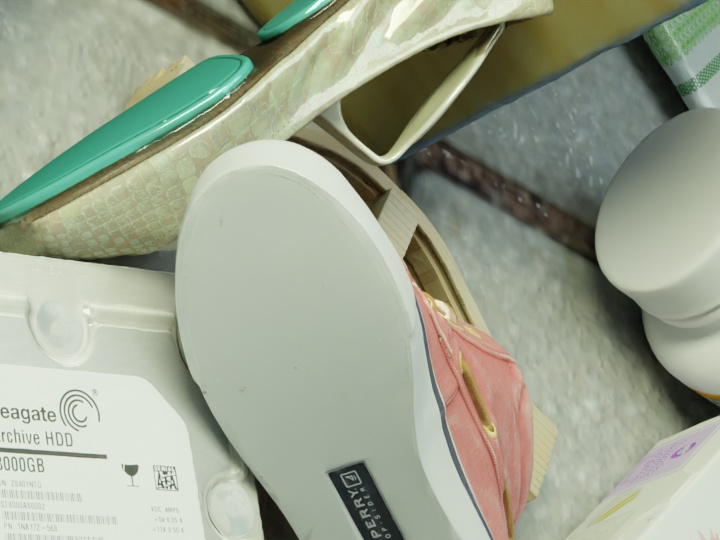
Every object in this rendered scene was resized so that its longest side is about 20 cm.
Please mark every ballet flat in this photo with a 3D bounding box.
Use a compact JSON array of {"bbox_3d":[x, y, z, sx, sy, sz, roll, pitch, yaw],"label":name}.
[{"bbox_3d":[-0.021,-0.047,0.818,0.200,0.067,0.063,-37,103,-11],"label":"ballet flat"}]

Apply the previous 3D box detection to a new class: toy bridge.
[{"bbox_3d":[0.000,0.000,0.905,0.200,0.027,0.067,44,44,-22],"label":"toy bridge"}]

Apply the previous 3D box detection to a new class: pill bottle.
[{"bbox_3d":[0.185,0.018,1.028,0.200,0.109,0.110,32,50,-32],"label":"pill bottle"}]

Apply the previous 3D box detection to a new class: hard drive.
[{"bbox_3d":[-0.084,0.094,0.762,0.139,0.038,0.201,9,64,-44],"label":"hard drive"}]

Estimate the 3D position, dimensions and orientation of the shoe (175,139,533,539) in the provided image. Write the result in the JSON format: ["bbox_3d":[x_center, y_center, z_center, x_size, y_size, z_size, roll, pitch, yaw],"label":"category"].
[{"bbox_3d":[0.002,0.031,0.829,0.091,0.071,0.201,-76,148,-56],"label":"shoe"}]

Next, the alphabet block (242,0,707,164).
[{"bbox_3d":[0.046,-0.191,0.923,0.200,0.196,0.196,52,41,-14],"label":"alphabet block"}]

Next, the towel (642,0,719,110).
[{"bbox_3d":[0.161,-0.110,1.136,0.149,0.031,0.201,-40,103,-46],"label":"towel"}]

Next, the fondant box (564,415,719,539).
[{"bbox_3d":[0.146,0.168,0.950,0.144,0.058,0.201,-37,99,-49],"label":"fondant box"}]
